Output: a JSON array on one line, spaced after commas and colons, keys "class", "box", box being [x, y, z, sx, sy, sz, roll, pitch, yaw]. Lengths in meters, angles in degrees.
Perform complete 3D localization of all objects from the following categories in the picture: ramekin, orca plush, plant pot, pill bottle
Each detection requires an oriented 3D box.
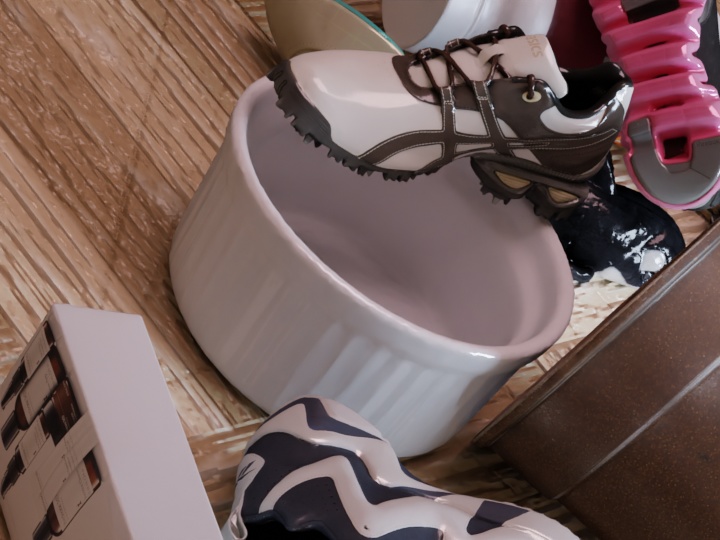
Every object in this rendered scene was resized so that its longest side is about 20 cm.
[{"class": "ramekin", "box": [0.000, 0.000, 1.319, 0.200, 0.098, 0.201, 26, 33, -18]}, {"class": "orca plush", "box": [0.119, -0.065, 1.543, 0.200, 0.071, 0.105, 39, 32, 3]}, {"class": "plant pot", "box": [0.195, 0.093, 1.314, 0.198, 0.200, 0.200, 48, 33, 5]}, {"class": "pill bottle", "box": [0.118, -0.151, 1.616, 0.200, 0.113, 0.113, 15, 38, -30]}]

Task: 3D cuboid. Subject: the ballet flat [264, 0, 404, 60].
[{"class": "ballet flat", "box": [0.015, -0.091, 1.483, 0.200, 0.070, 0.069, 34, 31, 9]}]

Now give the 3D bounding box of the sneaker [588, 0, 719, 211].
[{"class": "sneaker", "box": [0.189, -0.126, 1.562, 0.095, 0.079, 0.201, 28, 57, -66]}]

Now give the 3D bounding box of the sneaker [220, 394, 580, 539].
[{"class": "sneaker", "box": [0.021, 0.147, 1.168, 0.199, 0.080, 0.130, 37, 33, 0]}]

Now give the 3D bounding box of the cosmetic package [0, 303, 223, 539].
[{"class": "cosmetic package", "box": [-0.103, 0.115, 1.085, 0.051, 0.083, 0.200, 8, 41, -34]}]

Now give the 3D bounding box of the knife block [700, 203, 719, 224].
[{"class": "knife block", "box": [0.284, -0.045, 1.689, 0.176, 0.064, 0.200, 44, 32, 10]}]

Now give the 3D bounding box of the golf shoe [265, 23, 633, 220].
[{"class": "golf shoe", "box": [0.048, -0.092, 1.306, 0.200, 0.095, 0.078, 9, 42, -35]}]
